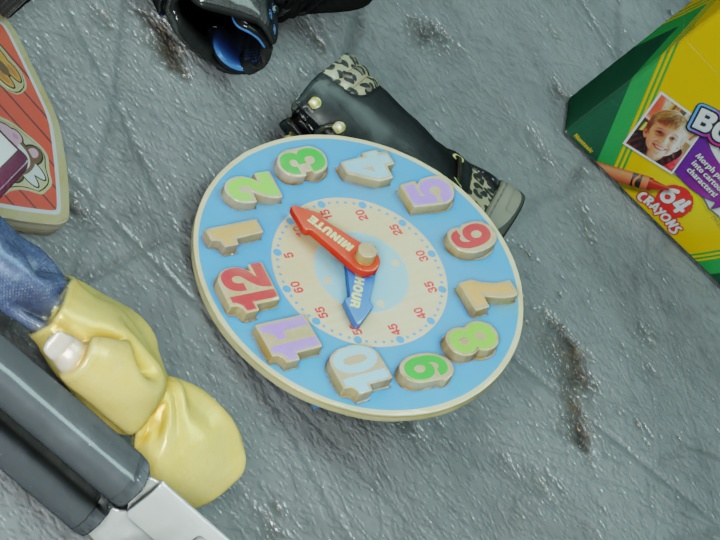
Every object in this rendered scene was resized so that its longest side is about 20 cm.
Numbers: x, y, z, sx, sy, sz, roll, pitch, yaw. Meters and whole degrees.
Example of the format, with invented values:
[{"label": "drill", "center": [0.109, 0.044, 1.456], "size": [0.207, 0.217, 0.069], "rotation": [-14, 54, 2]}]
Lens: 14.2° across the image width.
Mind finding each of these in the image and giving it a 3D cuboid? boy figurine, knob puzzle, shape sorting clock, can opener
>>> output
[{"label": "boy figurine", "center": [-0.139, 0.040, 1.437], "size": [0.200, 0.064, 0.124], "rotation": [47, 1, -17]}, {"label": "knob puzzle", "center": [-0.218, -0.103, 1.524], "size": [0.220, 0.030, 0.220], "rotation": [39, 29, -26]}, {"label": "shape sorting clock", "center": [0.000, 0.000, 1.659], "size": [0.200, 0.039, 0.200], "rotation": [9, 53, -12]}, {"label": "can opener", "center": [-0.130, 0.110, 1.379], "size": [0.200, 0.053, 0.067], "rotation": [42, 28, -17]}]

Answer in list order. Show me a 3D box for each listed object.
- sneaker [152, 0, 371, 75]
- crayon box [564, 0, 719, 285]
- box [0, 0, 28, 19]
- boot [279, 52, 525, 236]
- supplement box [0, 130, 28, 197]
[{"label": "sneaker", "center": [-0.059, -0.165, 1.818], "size": [0.200, 0.073, 0.112], "rotation": [11, 50, -42]}, {"label": "crayon box", "center": [0.282, -0.099, 2.154], "size": [0.200, 0.172, 0.058], "rotation": [43, 28, -18]}, {"label": "box", "center": [-0.213, -0.242, 1.669], "size": [0.160, 0.044, 0.200], "rotation": [49, 23, -7]}, {"label": "boot", "center": [0.005, -0.040, 1.768], "size": [0.154, 0.073, 0.204], "rotation": [42, 35, -1]}, {"label": "supplement box", "center": [-0.250, -0.013, 1.250], "size": [0.103, 0.131, 0.200], "rotation": [48, 26, -8]}]
